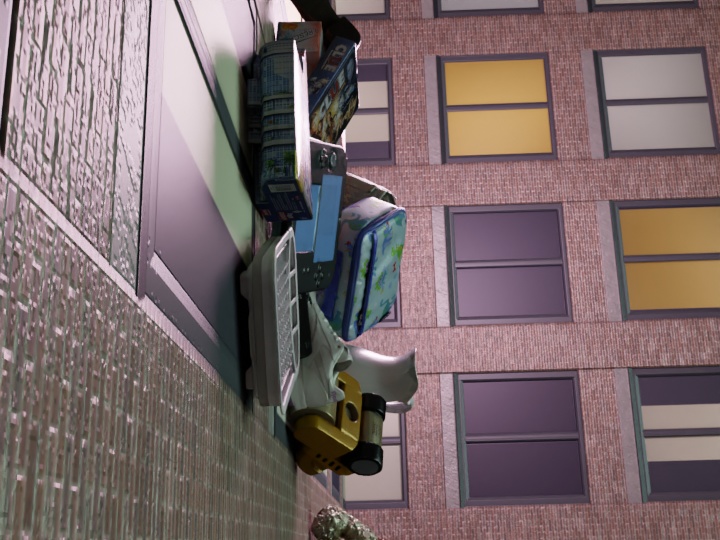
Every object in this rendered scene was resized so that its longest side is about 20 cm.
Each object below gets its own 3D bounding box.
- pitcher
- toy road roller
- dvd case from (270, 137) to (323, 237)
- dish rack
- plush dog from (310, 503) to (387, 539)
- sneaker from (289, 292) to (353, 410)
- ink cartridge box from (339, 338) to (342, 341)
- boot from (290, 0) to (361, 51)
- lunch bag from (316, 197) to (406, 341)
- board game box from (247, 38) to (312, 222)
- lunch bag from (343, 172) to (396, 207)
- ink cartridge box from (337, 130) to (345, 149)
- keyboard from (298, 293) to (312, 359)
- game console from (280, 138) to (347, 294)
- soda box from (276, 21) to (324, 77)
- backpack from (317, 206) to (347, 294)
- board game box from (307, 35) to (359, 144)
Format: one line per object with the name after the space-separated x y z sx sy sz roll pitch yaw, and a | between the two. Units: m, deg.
-0.004 0.198 1.530 0.173 0.197 0.122 88 1 -52 | pitcher
-0.058 0.243 1.403 0.200 0.145 0.124 41 37 -34 | toy road roller
-0.073 -0.109 1.253 0.200 0.022 0.148 -5 103 -76 | dvd case
-0.096 0.049 0.974 0.200 0.043 0.174 -87 176 -80 | dish rack
-0.030 0.559 1.678 0.201 0.159 0.173 88 24 -51 | plush dog
-0.061 0.105 1.320 0.075 0.098 0.202 81 6 -65 | sneaker
-0.067 0.147 1.729 0.117 0.067 0.202 -90 178 -58 | ink cartridge box
-0.089 -0.368 1.426 0.187 0.064 0.200 55 -22 3 | boot
0.000 0.000 1.399 0.160 0.082 0.202 -30 135 -54 | lunch bag
-0.093 -0.175 1.029 0.200 0.061 0.203 82 6 -81 | board game box
-0.019 -0.111 1.689 0.118 0.163 0.201 -54 157 -31 | lunch bag
-0.072 -0.281 1.787 0.146 0.084 0.202 87 0 -52 | ink cartridge box
-0.101 0.025 1.264 0.104 0.039 0.203 22 62 -72 | keyboard
-0.063 -0.071 1.213 0.177 0.031 0.203 -13 110 -75 | game console
-0.086 -0.282 1.377 0.201 0.067 0.064 86 5 -57 | soda box
-0.037 -0.006 1.579 0.201 0.145 0.184 82 2 -47 | backpack
-0.061 -0.221 1.317 0.136 0.034 0.201 85 29 -58 | board game box
